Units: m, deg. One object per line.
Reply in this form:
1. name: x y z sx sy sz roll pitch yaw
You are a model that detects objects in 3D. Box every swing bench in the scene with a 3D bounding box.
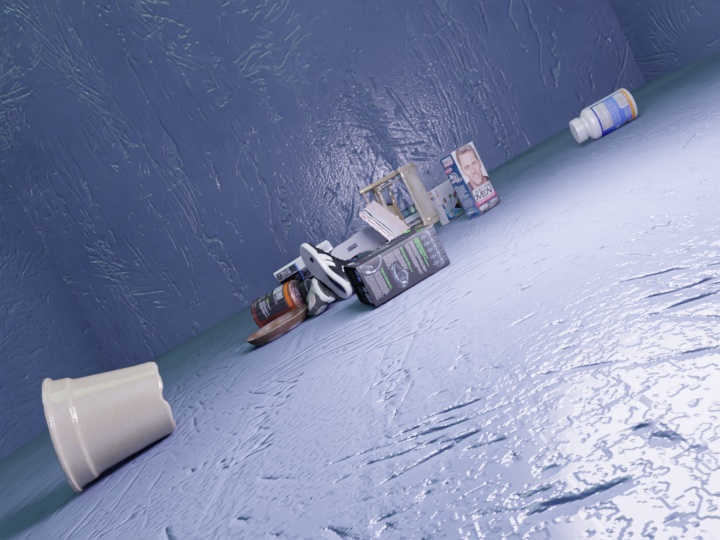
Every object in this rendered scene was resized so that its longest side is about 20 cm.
1. swing bench: 0.126 -0.207 1.746 0.198 0.201 0.130 -28 6 6

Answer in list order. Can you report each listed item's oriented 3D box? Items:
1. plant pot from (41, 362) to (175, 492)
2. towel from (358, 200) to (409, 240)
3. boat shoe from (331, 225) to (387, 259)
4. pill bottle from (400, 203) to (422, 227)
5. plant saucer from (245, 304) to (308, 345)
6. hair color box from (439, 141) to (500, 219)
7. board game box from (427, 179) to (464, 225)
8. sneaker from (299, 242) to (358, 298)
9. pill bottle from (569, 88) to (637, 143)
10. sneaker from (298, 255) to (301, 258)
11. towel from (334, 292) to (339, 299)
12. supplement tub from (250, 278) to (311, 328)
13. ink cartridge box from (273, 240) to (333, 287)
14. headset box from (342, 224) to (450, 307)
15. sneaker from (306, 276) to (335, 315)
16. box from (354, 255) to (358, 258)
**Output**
1. plant pot: -0.438 0.258 0.996 0.181 0.204 0.200 -18 1 -22
2. towel: 0.094 -0.123 1.594 0.032 0.199 0.191 -51 -1 18
3. boat shoe: 0.003 -0.083 1.671 0.198 0.072 0.068 -30 7 23
4. pill bottle: 0.152 -0.154 2.006 0.198 0.112 0.111 -28 5 12
5. plant saucer: -0.222 0.155 1.535 0.198 0.032 0.200 -30 5 3
6. hair color box: 0.328 -0.268 1.662 0.099 0.202 0.060 -32 7 -30
7. board game box: 0.324 -0.255 1.965 0.199 0.128 0.034 -33 8 -41
8. sneaker: -0.068 -0.016 1.524 0.111 0.200 0.074 -33 -22 -36
9. pill bottle: 0.819 -0.518 1.888 0.198 0.113 0.112 -28 5 13
10. sneaker: -0.168 -0.002 1.907 0.080 0.087 0.200 -38 -34 -3
11. towel: 0.000 0.000 1.620 0.199 0.030 0.146 -41 3 9
12. supplement tub: -0.226 0.098 1.680 0.198 0.108 0.107 -27 6 19
13. ink cartridge box: -0.164 0.010 1.777 0.197 0.044 0.201 -33 -22 -8
14. headset box: 0.078 -0.014 1.201 0.198 0.094 0.174 -29 6 -9
15. sneaker: -0.118 0.071 1.523 0.080 0.074 0.200 -53 7 3
16. box: -0.097 0.033 1.769 0.157 0.049 0.200 -31 -3 -31
